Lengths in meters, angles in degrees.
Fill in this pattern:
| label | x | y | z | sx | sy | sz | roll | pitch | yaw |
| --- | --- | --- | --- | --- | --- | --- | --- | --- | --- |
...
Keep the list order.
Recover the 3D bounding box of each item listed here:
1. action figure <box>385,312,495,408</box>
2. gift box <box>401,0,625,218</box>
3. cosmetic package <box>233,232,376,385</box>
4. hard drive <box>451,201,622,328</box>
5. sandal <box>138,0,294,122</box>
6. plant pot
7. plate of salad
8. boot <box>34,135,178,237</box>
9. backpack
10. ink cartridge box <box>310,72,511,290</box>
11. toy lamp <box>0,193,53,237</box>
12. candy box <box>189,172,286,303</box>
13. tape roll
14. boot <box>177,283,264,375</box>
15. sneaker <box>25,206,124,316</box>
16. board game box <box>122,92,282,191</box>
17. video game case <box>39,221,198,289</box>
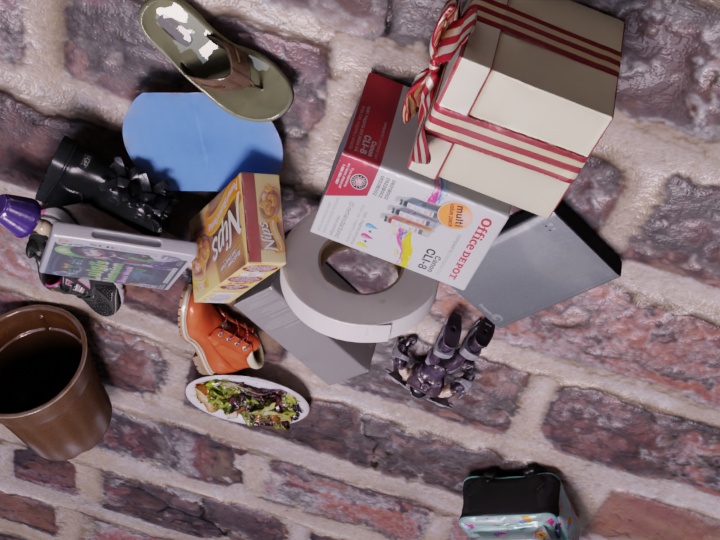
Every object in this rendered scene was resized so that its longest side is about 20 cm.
| label | x | y | z | sx | sy | sz | roll | pitch | yaw |
| --- | --- | --- | --- | --- | --- | --- | --- | --- | --- |
| action figure | 0.115 | 0.131 | 1.602 | 0.130 | 0.070 | 0.200 | 19 | 144 | -13 |
| gift box | 0.149 | -0.181 | 1.142 | 0.186 | 0.200 | 0.185 | 21 | 135 | -3 |
| cosmetic package | -0.068 | 0.057 | 1.549 | 0.200 | 0.107 | 0.090 | 39 | 136 | -26 |
| hard drive | 0.211 | -0.006 | 1.437 | 0.139 | 0.033 | 0.200 | 40 | 135 | -24 |
| sandal | -0.167 | -0.234 | 1.274 | 0.201 | 0.057 | 0.080 | 34 | 105 | -16 |
| plant pot | -0.500 | 0.192 | 1.788 | 0.199 | 0.201 | 0.199 | 5 | 145 | 13 |
| plate of salad | -0.181 | 0.217 | 1.789 | 0.199 | 0.048 | 0.200 | 5 | 150 | 3 |
| boot | -0.329 | -0.097 | 1.459 | 0.162 | 0.074 | 0.198 | 28 | 161 | -15 |
| backpack | 0.266 | 0.430 | 1.823 | 0.175 | 0.154 | 0.200 | -12 | 139 | 22 |
| ink cartridge box | 0.068 | -0.101 | 1.295 | 0.199 | 0.145 | 0.145 | 20 | 139 | -5 |
| toy lamp | -0.414 | -0.052 | 1.536 | 0.058 | 0.058 | 0.200 | -15 | 154 | 32 |
| candy box | -0.160 | -0.037 | 1.426 | 0.055 | 0.116 | 0.200 | 1 | 164 | -28 |
| tape roll | 0.000 | 0.000 | 1.388 | 0.202 | 0.203 | 0.037 | 13 | 140 | 4 |
| boot | -0.205 | 0.086 | 1.663 | 0.107 | 0.075 | 0.200 | 1 | 146 | 14 |
| sneaker | -0.425 | 0.006 | 1.630 | 0.080 | 0.087 | 0.200 | -8 | 134 | 29 |
| board game box | -0.193 | -0.169 | 1.393 | 0.199 | 0.039 | 0.158 | 1 | 137 | 8 |
| video game case | -0.324 | -0.016 | 1.487 | 0.181 | 0.023 | 0.200 | 9 | 164 | -18 |
